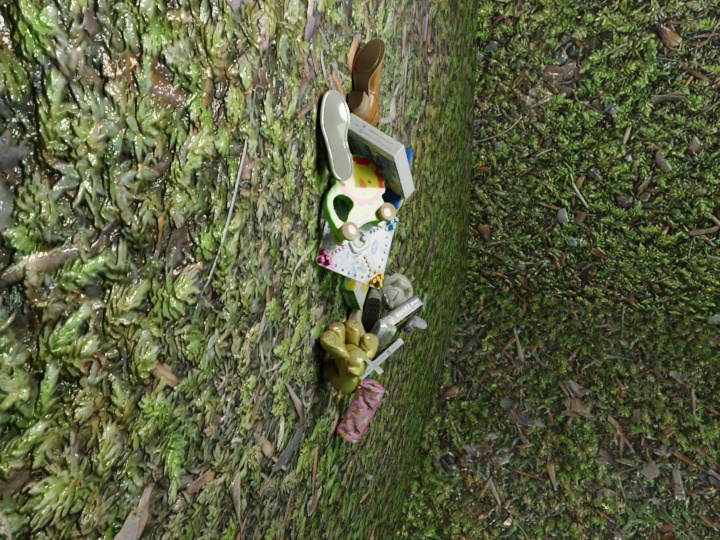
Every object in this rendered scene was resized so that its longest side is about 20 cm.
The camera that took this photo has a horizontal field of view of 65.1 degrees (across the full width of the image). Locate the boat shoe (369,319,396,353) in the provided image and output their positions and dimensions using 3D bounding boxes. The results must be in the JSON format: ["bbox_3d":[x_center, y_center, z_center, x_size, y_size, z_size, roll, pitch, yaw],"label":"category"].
[{"bbox_3d":[0.043,0.233,1.759,0.201,0.061,0.073,-55,-158,39],"label":"boat shoe"}]

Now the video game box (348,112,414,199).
[{"bbox_3d":[0.049,-0.293,1.462,0.047,0.182,0.201,-45,153,-9],"label":"video game box"}]

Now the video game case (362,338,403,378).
[{"bbox_3d":[0.050,0.280,1.744,0.181,0.023,0.200,-41,174,-8],"label":"video game case"}]

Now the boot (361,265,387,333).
[{"bbox_3d":[0.040,0.076,1.799,0.202,0.071,0.184,-87,-166,-51],"label":"boot"}]

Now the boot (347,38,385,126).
[{"bbox_3d":[0.028,-0.483,1.481,0.203,0.073,0.154,-69,161,0],"label":"boot"}]

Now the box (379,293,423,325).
[{"bbox_3d":[0.115,0.168,1.874,0.160,0.049,0.201,-30,165,-22],"label":"box"}]

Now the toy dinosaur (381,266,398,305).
[{"bbox_3d":[0.069,-0.006,1.697,0.088,0.047,0.203,-45,125,-49],"label":"toy dinosaur"}]

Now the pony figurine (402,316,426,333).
[{"bbox_3d":[0.174,0.165,2.172,0.193,0.163,0.204,-44,125,-73],"label":"pony figurine"}]

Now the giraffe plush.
[{"bbox_3d":[-0.037,0.258,1.528,0.170,0.201,0.164,-9,137,-40],"label":"giraffe plush"}]

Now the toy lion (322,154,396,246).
[{"bbox_3d":[-0.014,-0.185,1.401,0.198,0.068,0.194,-29,92,-30],"label":"toy lion"}]

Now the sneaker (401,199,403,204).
[{"bbox_3d":[0.117,-0.251,1.890,0.200,0.074,0.077,-50,153,-41],"label":"sneaker"}]

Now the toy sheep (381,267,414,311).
[{"bbox_3d":[0.120,0.074,1.945,0.200,0.135,0.141,-54,149,-63],"label":"toy sheep"}]

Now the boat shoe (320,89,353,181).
[{"bbox_3d":[-0.059,-0.309,1.305,0.060,0.073,0.204,-158,-126,-67],"label":"boat shoe"}]

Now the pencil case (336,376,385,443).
[{"bbox_3d":[-0.001,0.430,1.730,0.203,0.086,0.083,-65,160,10],"label":"pencil case"}]

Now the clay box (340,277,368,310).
[{"bbox_3d":[0.000,0.000,1.665,0.116,0.047,0.203,71,32,-55],"label":"clay box"}]

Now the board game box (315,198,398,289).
[{"bbox_3d":[-0.003,-0.080,1.440,0.198,0.026,0.204,23,73,-28],"label":"board game box"}]

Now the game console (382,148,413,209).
[{"bbox_3d":[0.074,-0.233,1.625,0.171,0.116,0.203,85,20,-69],"label":"game console"}]

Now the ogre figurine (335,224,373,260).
[{"bbox_3d":[-0.008,-0.074,1.511,0.197,0.097,0.122,9,89,-38],"label":"ogre figurine"}]

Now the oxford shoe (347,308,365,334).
[{"bbox_3d":[-0.002,0.193,1.709,0.071,0.072,0.204,-34,131,-66],"label":"oxford shoe"}]
